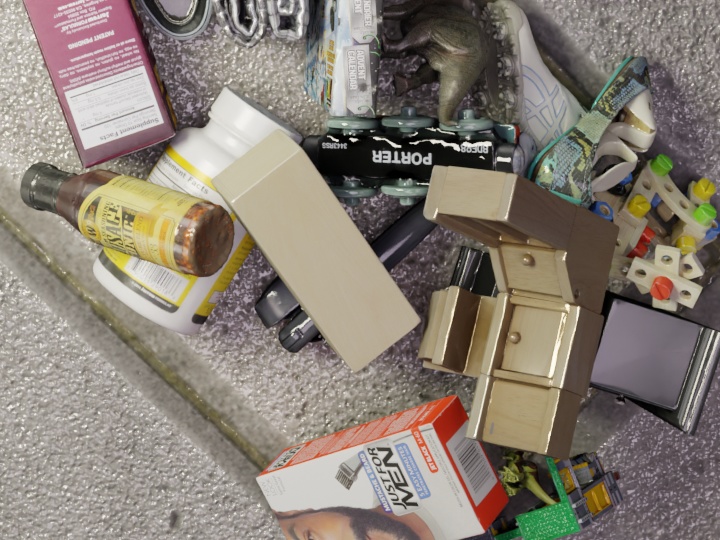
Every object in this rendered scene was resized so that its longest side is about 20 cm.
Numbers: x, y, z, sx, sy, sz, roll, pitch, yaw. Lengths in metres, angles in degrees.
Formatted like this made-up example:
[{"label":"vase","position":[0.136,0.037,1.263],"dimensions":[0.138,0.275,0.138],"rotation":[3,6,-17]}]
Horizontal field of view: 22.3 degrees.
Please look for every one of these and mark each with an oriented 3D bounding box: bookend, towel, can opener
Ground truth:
[{"label":"bookend","position":[0.187,0.058,1.596],"dimensions":[0.198,0.200,0.093],"rotation":[17,93,-10]},{"label":"towel","position":[-0.093,-0.292,1.519],"dimensions":[0.085,0.166,0.201],"rotation":[-7,102,0]},{"label":"can opener","position":[0.000,0.000,1.637],"dimensions":[0.200,0.063,0.079],"rotation":[-37,102,2]}]

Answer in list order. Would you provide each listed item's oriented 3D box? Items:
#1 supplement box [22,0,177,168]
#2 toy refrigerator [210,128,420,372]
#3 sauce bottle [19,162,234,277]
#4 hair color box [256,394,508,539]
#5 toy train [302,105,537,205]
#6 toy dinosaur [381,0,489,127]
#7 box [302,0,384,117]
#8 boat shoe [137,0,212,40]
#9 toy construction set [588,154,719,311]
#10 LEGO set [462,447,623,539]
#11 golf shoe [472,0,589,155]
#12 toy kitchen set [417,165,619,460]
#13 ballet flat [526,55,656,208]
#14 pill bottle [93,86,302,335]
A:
[{"label":"supplement box","position":[-0.227,-0.200,1.548],"dimensions":[0.085,0.110,0.201],"rotation":[-19,103,-2]},{"label":"toy refrigerator","position":[-0.038,-0.017,1.544],"dimensions":[0.076,0.070,0.200],"rotation":[-38,118,-4]},{"label":"sauce bottle","position":[-0.199,-0.047,1.519],"dimensions":[0.199,0.066,0.066],"rotation":[16,102,32]},{"label":"hair color box","position":[0.018,0.195,1.625],"dimensions":[0.199,0.064,0.111],"rotation":[-21,101,34]},{"label":"toy train","position":[0.053,-0.101,1.567],"dimensions":[0.199,0.114,0.086],"rotation":[3,100,23]},{"label":"toy dinosaur","position":[0.066,-0.193,1.531],"dimensions":[0.102,0.200,0.077],"rotation":[-15,122,-7]},{"label":"box","position":[-0.015,-0.207,1.524],"dimensions":[0.040,0.200,0.138],"rotation":[2,102,-9]},{"label":"boat shoe","position":[-0.173,-0.293,1.556],"dimensions":[0.072,0.071,0.201],"rotation":[-15,103,-3]},{"label":"toy construction set","position":[0.252,-0.030,1.602],"dimensions":[0.131,0.200,0.092],"rotation":[38,119,-4]},{"label":"LEGO set","position":[0.143,0.184,1.664],"dimensions":[0.200,0.116,0.154],"rotation":[-33,82,32]},{"label":"golf shoe","position":[0.158,-0.148,1.633],"dimensions":[0.097,0.078,0.201],"rotation":[-16,106,-24]},{"label":"toy kitchen set","position":[0.084,0.032,1.490],"dimensions":[0.180,0.163,0.201],"rotation":[21,80,-53]},{"label":"ballet flat","position":[0.219,-0.115,1.589],"dimensions":[0.074,0.074,0.200],"rotation":[52,54,-13]},{"label":"pill bottle","position":[-0.137,-0.054,1.587],"dimensions":[0.111,0.111,0.200],"rotation":[33,96,-11]}]
